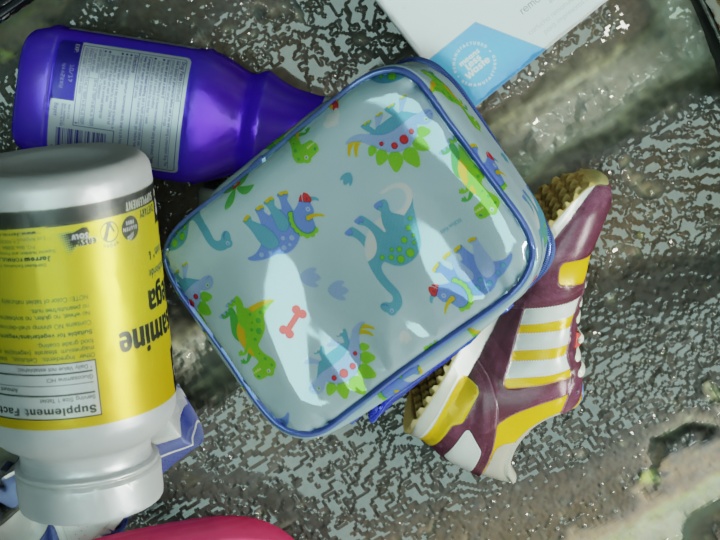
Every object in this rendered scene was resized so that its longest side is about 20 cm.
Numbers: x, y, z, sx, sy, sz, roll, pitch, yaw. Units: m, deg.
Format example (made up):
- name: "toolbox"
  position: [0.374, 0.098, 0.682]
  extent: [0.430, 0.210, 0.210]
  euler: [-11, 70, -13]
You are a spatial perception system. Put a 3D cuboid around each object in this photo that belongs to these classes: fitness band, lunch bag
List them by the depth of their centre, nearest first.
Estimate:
- name: "lunch bag"
  position: [0.000, -0.009, 1.118]
  extent: [0.200, 0.082, 0.161]
  euler: [-37, 89, 17]
- name: "fitness band"
  position: [-0.119, 0.223, 1.215]
  extent: [0.199, 0.037, 0.145]
  euler: [-9, 117, -18]

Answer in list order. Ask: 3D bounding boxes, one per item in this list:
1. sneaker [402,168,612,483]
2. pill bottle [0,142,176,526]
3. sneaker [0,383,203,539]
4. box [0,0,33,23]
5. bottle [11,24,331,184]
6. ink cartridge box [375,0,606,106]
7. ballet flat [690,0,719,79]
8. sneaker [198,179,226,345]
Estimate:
- name: "sneaker"
  position: [0.110, 0.034, 1.201]
  extent: [0.090, 0.075, 0.201]
  euler: [31, 104, -11]
- name: "pill bottle"
  position: [-0.163, 0.035, 1.110]
  extent: [0.112, 0.113, 0.202]
  euler: [-4, 104, 4]
- name: "sneaker"
  position: [-0.172, 0.159, 1.235]
  extent: [0.199, 0.081, 0.116]
  euler: [-28, 99, 14]
- name: "box"
  position: [-0.254, -0.243, 1.169]
  extent: [0.159, 0.046, 0.201]
  euler: [-36, 95, -12]
- name: "bottle"
  position: [-0.109, -0.096, 1.194]
  extent: [0.198, 0.065, 0.084]
  euler: [8, 99, 2]
- name: "ink cartridge box"
  position: [0.045, -0.207, 1.167]
  extent: [0.116, 0.067, 0.200]
  euler: [-38, 94, 9]
- name: "ballet flat"
  position: [0.237, -0.139, 1.164]
  extent: [0.068, 0.068, 0.201]
  euler: [-33, 95, 7]
- name: "sneaker"
  position: [0.000, 0.000, 1.204]
  extent: [0.198, 0.075, 0.107]
  euler: [2, 103, 13]
